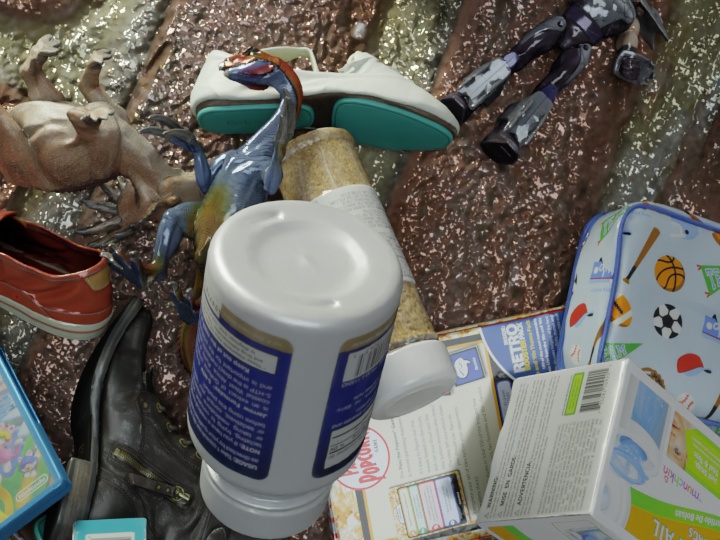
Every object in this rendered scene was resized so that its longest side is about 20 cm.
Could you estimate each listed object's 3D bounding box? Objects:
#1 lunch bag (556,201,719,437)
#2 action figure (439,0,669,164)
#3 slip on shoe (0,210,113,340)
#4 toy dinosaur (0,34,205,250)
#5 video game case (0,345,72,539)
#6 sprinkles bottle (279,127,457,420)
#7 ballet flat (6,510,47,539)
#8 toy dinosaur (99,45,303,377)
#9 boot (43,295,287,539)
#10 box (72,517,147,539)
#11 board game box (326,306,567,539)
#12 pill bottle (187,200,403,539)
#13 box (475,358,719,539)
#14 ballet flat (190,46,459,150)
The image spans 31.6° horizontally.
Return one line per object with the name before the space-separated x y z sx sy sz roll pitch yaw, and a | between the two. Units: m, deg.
lunch bag | 0.245 0.039 0.917 0.198 0.075 0.163 18 74 -17
action figure | 0.153 -0.169 0.942 0.130 0.069 0.200 44 81 3
slip on shoe | -0.259 -0.018 0.880 0.198 0.074 0.062 23 120 4
toy dinosaur | -0.208 -0.082 0.902 0.197 0.086 0.137 14 130 15
video game case | -0.293 0.109 0.857 0.142 0.018 0.201 -36 61 -1
sprinkles bottle | 0.000 0.000 0.888 0.067 0.068 0.202 -21 70 -6
ballet flat | -0.244 0.177 0.891 0.071 0.069 0.202 -29 90 13
toy dinosaur | -0.095 -0.056 0.871 0.104 0.201 0.182 26 56 15
boot | -0.121 0.134 0.903 0.172 0.069 0.203 19 68 -18
box | -0.162 0.268 0.834 0.048 0.083 0.203 -1 118 -8
board game box | 0.065 0.119 0.926 0.197 0.046 0.154 -10 88 -6
pill bottle | -0.048 0.069 0.804 0.118 0.120 0.202 10 127 -4
box | 0.189 0.163 0.856 0.199 0.101 0.114 37 58 -28
ballet flat | -0.024 -0.132 0.929 0.197 0.069 0.071 4 86 -4
